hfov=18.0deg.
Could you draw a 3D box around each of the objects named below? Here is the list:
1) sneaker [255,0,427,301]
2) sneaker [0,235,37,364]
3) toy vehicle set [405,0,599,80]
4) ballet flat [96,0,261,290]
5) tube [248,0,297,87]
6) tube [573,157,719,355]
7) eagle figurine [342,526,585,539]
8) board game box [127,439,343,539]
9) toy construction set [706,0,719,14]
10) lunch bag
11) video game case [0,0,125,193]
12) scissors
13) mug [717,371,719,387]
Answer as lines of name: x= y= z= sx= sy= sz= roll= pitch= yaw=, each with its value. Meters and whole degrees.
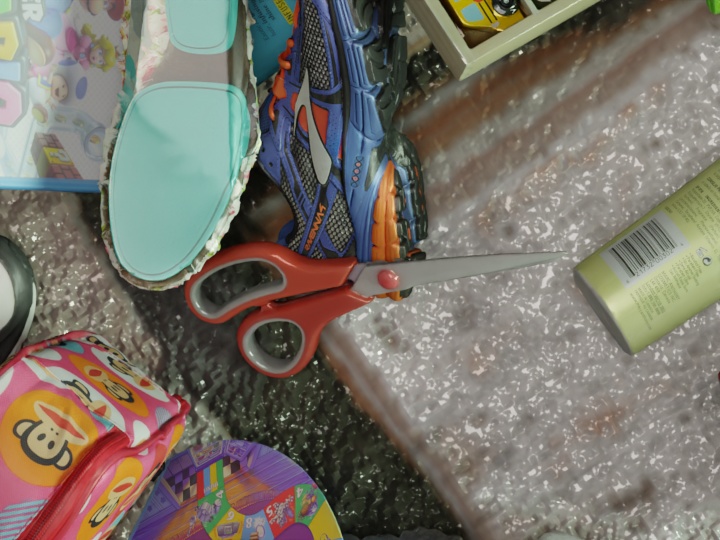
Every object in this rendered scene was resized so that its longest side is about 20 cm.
sneaker: x=-0.019 y=-0.076 z=1.055 sx=0.078 sy=0.075 sz=0.201 roll=-1 pitch=113 yaw=13
sneaker: x=-0.239 y=0.057 z=1.096 sx=0.200 sy=0.080 sz=0.074 roll=-40 pitch=87 yaw=3
toy vehicle set: x=0.045 y=-0.201 z=1.028 sx=0.124 sy=0.027 sz=0.201 roll=-31 pitch=82 yaw=-11
ballet flat: x=-0.079 y=-0.090 z=1.047 sx=0.075 sy=0.064 sz=0.202 roll=8 pitch=89 yaw=-2
tube: x=-0.056 y=-0.121 z=1.095 sx=0.199 sy=0.050 sz=0.078 roll=-33 pitch=76 yaw=10
tube: x=0.195 y=-0.035 z=1.075 sx=0.199 sy=0.052 sz=0.058 roll=-36 pitch=120 yaw=-1
eagle figurine: x=0.026 y=0.195 z=1.070 sx=0.199 sy=0.151 sz=0.153 roll=-23 pitch=46 yaw=38
board game box: x=-0.089 y=0.173 z=1.058 sx=0.158 sy=0.039 sz=0.201 roll=30 pitch=94 yaw=46
toy construction set: x=0.222 y=-0.169 z=1.043 sx=0.198 sy=0.092 sz=0.132 roll=-11 pitch=108 yaw=10
lunch bag: x=-0.164 y=0.118 z=1.031 sx=0.082 sy=0.200 sz=0.177 roll=38 pitch=97 yaw=4
video game case: x=-0.169 y=-0.109 z=1.016 sx=0.018 sy=0.199 sz=0.144 roll=4 pitch=93 yaw=47
scissors: x=0.000 y=0.000 z=1.053 sx=0.199 sy=0.014 sz=0.073 roll=-23 pitch=111 yaw=39
mug: x=0.266 y=0.064 z=1.016 sx=0.198 sy=0.178 sz=0.134 roll=-14 pitch=61 yaw=9
